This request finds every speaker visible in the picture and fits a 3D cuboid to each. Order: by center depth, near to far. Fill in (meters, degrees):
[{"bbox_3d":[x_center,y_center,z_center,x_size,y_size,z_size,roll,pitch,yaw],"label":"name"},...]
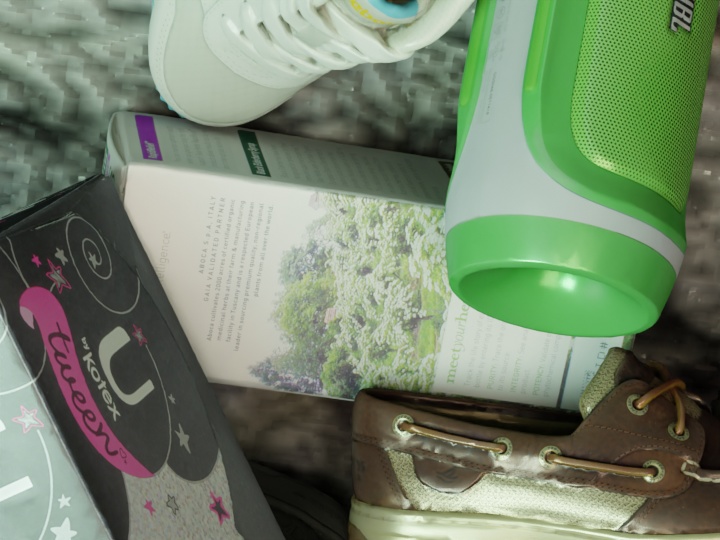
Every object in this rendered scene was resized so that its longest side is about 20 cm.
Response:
[{"bbox_3d":[0.083,-0.083,0.944,0.088,0.088,0.201,15,71,-11],"label":"speaker"}]

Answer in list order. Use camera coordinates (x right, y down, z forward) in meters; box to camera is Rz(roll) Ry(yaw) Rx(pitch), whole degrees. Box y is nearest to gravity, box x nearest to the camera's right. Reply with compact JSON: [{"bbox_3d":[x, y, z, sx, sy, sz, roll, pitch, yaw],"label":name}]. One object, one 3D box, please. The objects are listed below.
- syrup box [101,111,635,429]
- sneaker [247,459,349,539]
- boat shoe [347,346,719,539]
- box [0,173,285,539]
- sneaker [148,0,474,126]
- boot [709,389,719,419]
[{"bbox_3d":[0.000,0.000,1.003,0.199,0.081,0.079,8,106,-9],"label":"syrup box"},{"bbox_3d":[-0.063,0.116,1.013,0.199,0.105,0.060,21,127,-15],"label":"sneaker"},{"bbox_3d":[0.093,0.063,0.955,0.198,0.072,0.073,-1,96,9],"label":"boat shoe"},{"bbox_3d":[-0.106,0.088,0.907,0.114,0.132,0.201,-25,96,19],"label":"box"},{"bbox_3d":[-0.011,-0.105,0.939,0.076,0.081,0.200,29,134,-25],"label":"sneaker"},{"bbox_3d":[0.196,0.134,1.064,0.199,0.073,0.182,24,109,-34],"label":"boot"}]
